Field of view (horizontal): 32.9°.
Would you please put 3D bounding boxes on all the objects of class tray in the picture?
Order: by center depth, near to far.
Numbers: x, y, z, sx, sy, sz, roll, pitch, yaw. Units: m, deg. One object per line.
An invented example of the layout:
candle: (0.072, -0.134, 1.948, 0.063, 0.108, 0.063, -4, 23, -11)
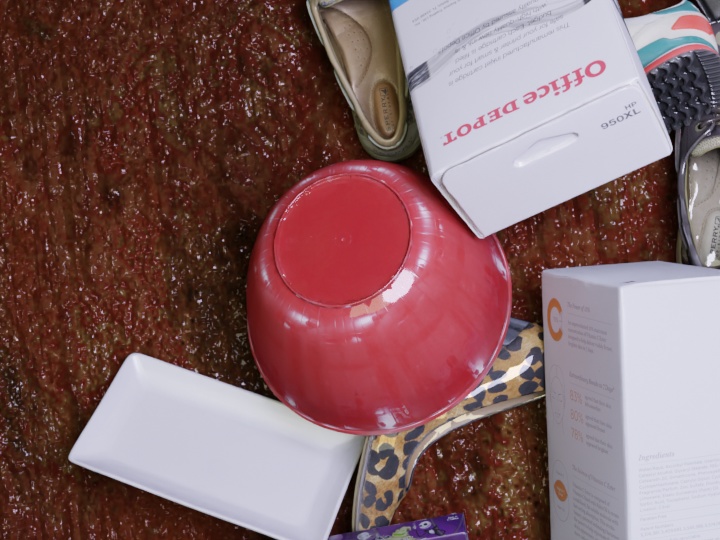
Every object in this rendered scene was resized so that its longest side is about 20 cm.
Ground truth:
tray: (-0.103, 0.134, 0.898, 0.197, 0.022, 0.108, 18, 51, 10)

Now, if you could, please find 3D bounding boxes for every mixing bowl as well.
mixing bowl: (0.000, 0.000, 0.840, 0.197, 0.109, 0.203, -6, 64, 12)

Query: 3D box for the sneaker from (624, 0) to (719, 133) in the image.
sneaker: (0.166, -0.131, 0.885, 0.198, 0.070, 0.094, -22, 41, 26)

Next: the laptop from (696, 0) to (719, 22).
laptop: (0.294, -0.312, 0.880, 0.199, 0.116, 0.189, -28, 84, -37)

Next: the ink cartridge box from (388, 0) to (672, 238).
ink cartridge box: (0.107, -0.144, 0.821, 0.143, 0.084, 0.202, -24, 51, 19)

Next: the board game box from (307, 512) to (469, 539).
board game box: (-0.011, 0.245, 0.876, 0.197, 0.032, 0.122, -11, 111, 5)

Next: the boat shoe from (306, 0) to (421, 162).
boat shoe: (0.003, -0.182, 0.903, 0.072, 0.063, 0.203, -20, 85, 6)

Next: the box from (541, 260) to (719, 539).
box: (0.190, 0.101, 0.813, 0.096, 0.124, 0.204, -5, 96, -15)

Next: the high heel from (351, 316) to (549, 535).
high heel: (0.077, 0.126, 0.878, 0.140, 0.071, 0.203, 18, 86, 6)

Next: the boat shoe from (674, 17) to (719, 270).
boat shoe: (0.260, -0.086, 0.867, 0.072, 0.065, 0.204, 0, 85, 10)
